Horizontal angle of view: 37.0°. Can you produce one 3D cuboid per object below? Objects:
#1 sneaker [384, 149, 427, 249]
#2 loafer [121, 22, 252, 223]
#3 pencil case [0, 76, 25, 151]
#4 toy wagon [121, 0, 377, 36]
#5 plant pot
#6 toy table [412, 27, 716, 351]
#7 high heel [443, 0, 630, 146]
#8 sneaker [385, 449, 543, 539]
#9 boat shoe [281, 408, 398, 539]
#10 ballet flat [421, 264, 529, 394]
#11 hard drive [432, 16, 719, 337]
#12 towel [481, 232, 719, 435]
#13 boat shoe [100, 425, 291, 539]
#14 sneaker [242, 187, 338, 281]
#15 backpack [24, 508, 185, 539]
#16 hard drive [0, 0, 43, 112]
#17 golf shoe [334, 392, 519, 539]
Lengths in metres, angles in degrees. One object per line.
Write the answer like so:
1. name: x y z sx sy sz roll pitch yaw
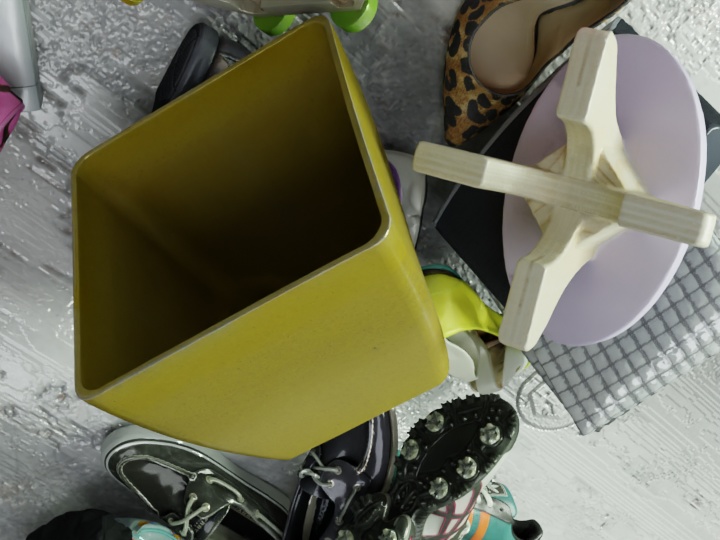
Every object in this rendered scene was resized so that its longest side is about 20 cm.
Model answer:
1. sneaker: 0.000 0.000 0.846 0.082 0.081 0.203 9 111 1
2. loafer: -0.133 -0.075 0.771 0.062 0.072 0.202 22 113 -25
3. pencil case: -0.305 -0.132 0.662 0.090 0.094 0.200 -40 120 16
4. toy wagon: -0.088 -0.194 0.665 0.154 0.197 0.040 23 78 -52
5. plant pot: -0.049 0.004 0.683 0.198 0.202 0.177 -27 136 12
6. toy table: 0.135 -0.050 0.667 0.181 0.117 0.204 5 93 28
7. high heel: 0.113 -0.148 0.717 0.070 0.143 0.202 19 117 -19
8. sneaker: 0.091 0.210 0.985 0.080 0.072 0.200 -42 122 8
9. boat shoe: -0.023 0.184 0.921 0.062 0.072 0.203 0 112 -44
10. ballet flat: 0.090 0.059 0.846 0.066 0.068 0.199 -19 151 24
11. hard drive: 0.147 -0.063 0.749 0.200 0.135 0.042 -47 160 20
12. towel: 0.181 -0.005 0.803 0.165 0.202 0.085 -37 164 22
13. boat shoe: -0.137 0.200 0.942 0.198 0.064 0.071 31 113 -24
14. sneaker: -0.078 -0.032 0.804 0.079 0.071 0.201 25 115 -19
15. backpack: -0.195 0.295 0.943 0.165 0.128 0.200 -11 133 46
16. hard drive: -0.285 -0.198 0.695 0.129 0.027 0.203 -3 122 -6
17. golf shoe: 0.064 0.182 0.894 0.200 0.078 0.088 -48 138 14
